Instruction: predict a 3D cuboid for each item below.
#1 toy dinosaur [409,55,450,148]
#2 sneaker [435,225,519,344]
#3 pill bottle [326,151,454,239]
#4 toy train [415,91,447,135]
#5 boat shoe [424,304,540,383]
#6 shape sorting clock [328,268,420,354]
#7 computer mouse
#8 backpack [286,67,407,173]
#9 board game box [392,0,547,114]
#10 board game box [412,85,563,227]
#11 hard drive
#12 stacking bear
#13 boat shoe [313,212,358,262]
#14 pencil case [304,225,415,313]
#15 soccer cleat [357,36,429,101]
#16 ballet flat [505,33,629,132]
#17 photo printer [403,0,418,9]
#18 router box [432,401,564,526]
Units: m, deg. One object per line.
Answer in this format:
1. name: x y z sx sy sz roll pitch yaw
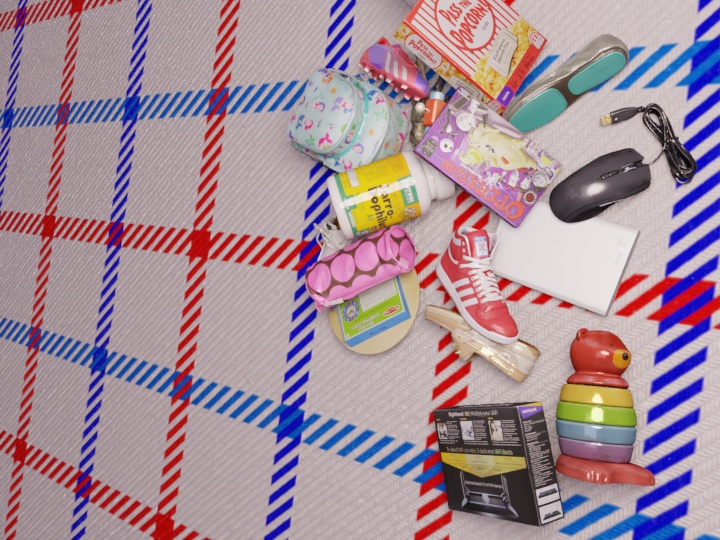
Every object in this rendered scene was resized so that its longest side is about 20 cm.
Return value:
1. toy dinosaur: 0.124 -0.309 1.010 0.088 0.047 0.201 -4 80 39
2. sneaker: 0.190 0.012 0.882 0.200 0.071 0.113 57 140 42
3. pill bottle: 0.052 -0.134 0.967 0.199 0.113 0.113 -18 75 1
4. toy train: 0.166 -0.300 0.917 0.055 0.150 0.201 10 87 47
5. boat shoe: 0.182 0.115 0.917 0.199 0.074 0.070 24 93 31
6. shape sorting clock: 0.022 0.052 1.045 0.199 0.039 0.201 -14 67 34
7. computer mouse: 0.360 -0.162 0.827 0.199 0.046 0.141 -21 72 21
8. backpack: -0.022 -0.263 1.045 0.200 0.150 0.178 34 103 25
9. board game box: 0.170 -0.355 0.877 0.200 0.046 0.152 36 72 -10
10. board game box: 0.194 -0.171 0.873 0.200 0.032 0.120 35 97 -6
11. hard drive: 0.302 -0.029 0.880 0.199 0.026 0.133 23 99 33
12. stacking bear: 0.330 0.182 0.797 0.114 0.121 0.201 161 117 -67
13. boat shoe: -0.046 -0.074 1.064 0.203 0.086 0.075 -57 43 15
14. pencil case: 0.000 0.000 1.000 0.199 0.091 0.094 -28 34 28
15. soccer cleat: 0.066 -0.363 1.017 0.077 0.067 0.200 -54 42 9
16. ballet flat: 0.310 -0.286 0.884 0.199 0.067 0.064 -31 43 26
17. photo printer: 0.120 -0.511 0.935 0.069 0.200 0.167 35 104 30
18. router box: 0.197 0.282 0.858 0.200 0.052 0.158 -24 71 58
